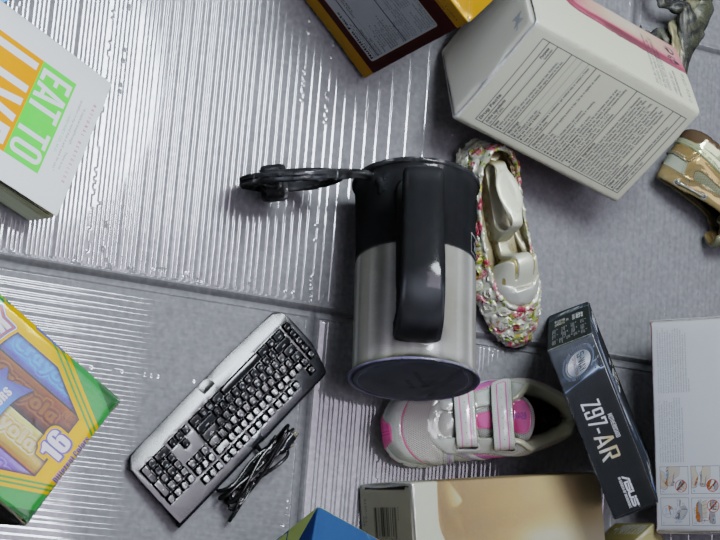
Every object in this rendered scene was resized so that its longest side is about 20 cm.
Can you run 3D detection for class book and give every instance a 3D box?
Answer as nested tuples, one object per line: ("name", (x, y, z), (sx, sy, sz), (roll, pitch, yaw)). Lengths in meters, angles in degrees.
("book", (-0.306, -0.149, 1.408), (0.200, 0.048, 0.135), (35, 66, -34))

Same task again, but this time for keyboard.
("keyboard", (-0.099, 0.133, 1.509), (0.200, 0.040, 0.104), (-46, 104, -24))

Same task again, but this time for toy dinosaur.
("toy dinosaur", (0.315, -0.244, 1.777), (0.088, 0.047, 0.201), (28, 74, -29))

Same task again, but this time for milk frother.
("milk frother", (0.000, 0.000, 1.523), (0.198, 0.181, 0.190), (-5, 67, 15))

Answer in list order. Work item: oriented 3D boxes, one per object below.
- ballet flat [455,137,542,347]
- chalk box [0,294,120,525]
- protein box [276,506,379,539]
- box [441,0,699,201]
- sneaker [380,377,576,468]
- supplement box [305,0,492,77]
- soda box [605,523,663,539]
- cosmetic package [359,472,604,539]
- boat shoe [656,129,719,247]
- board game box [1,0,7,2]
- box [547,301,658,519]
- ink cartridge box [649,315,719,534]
("ballet flat", (0.132, -0.027, 1.639), (0.075, 0.064, 0.202), (-15, 91, -28))
("chalk box", (-0.312, 0.086, 1.355), (0.200, 0.125, 0.124), (45, 66, -17))
("protein box", (-0.004, 0.342, 1.433), (0.199, 0.135, 0.200), (31, 41, -21))
("box", (0.193, -0.175, 1.632), (0.199, 0.128, 0.109), (25, 35, -25))
("sneaker", (0.113, 0.132, 1.592), (0.198, 0.088, 0.082), (-7, 86, -28))
("supplement box", (0.068, -0.303, 1.565), (0.197, 0.200, 0.133), (-45, 103, -25))
("soda box", (0.207, 0.318, 1.630), (0.199, 0.064, 0.068), (-35, 99, -26))
("cosmetic package", (0.109, 0.221, 1.570), (0.198, 0.105, 0.072), (1, 82, -29))
("boat shoe", (0.378, -0.052, 1.777), (0.200, 0.072, 0.076), (40, 81, -9))
("board game box", (-0.370, -0.267, 1.423), (0.199, 0.039, 0.159), (-32, 97, -35))
("box", (0.218, 0.122, 1.596), (0.043, 0.200, 0.161), (-21, 94, 9))
("ink cartridge box", (0.350, 0.153, 1.700), (0.175, 0.083, 0.202), (13, 74, -59))
